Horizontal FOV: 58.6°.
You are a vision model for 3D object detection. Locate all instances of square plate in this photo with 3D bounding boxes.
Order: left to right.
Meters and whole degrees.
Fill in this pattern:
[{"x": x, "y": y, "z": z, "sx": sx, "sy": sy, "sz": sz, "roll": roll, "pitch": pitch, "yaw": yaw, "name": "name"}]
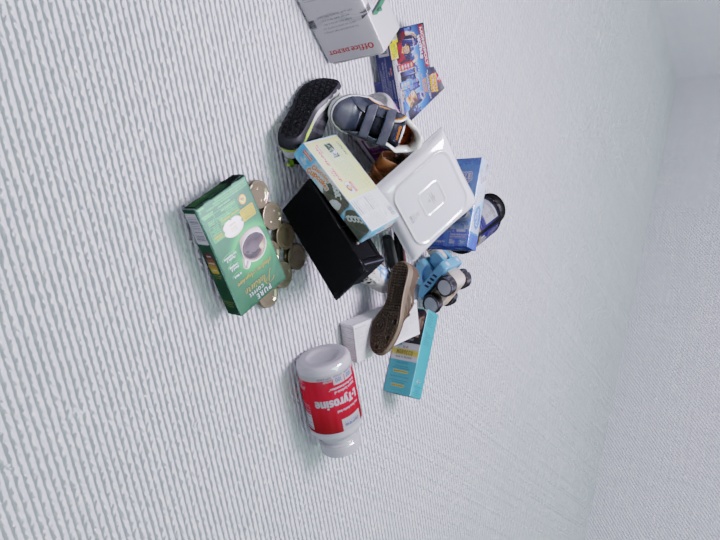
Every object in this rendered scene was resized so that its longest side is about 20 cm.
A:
[{"x": 0.140, "y": -0.148, "z": 1.305, "sx": 0.197, "sy": 0.028, "sz": 0.202, "roll": -42, "pitch": 125, "yaw": -11, "name": "square plate"}]

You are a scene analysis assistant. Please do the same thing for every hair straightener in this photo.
[{"x": 0.071, "y": 0.015, "z": 1.473, "sx": 0.076, "sy": 0.040, "sz": 0.206, "roll": -18, "pitch": 113, "yaw": -36, "name": "hair straightener"}]

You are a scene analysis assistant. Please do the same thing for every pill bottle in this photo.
[{"x": -0.056, "y": 0.259, "z": 1.268, "sx": 0.111, "sy": 0.110, "sz": 0.205, "roll": -30, "pitch": 116, "yaw": -45, "name": "pill bottle"}, {"x": 0.062, "y": -0.268, "z": 1.366, "sx": 0.200, "sy": 0.110, "sz": 0.114, "roll": 47, "pitch": 58, "yaw": -43, "name": "pill bottle"}, {"x": 0.301, "y": -0.130, "z": 1.679, "sx": 0.199, "sy": 0.110, "sz": 0.115, "roll": -33, "pitch": 118, "yaw": -45, "name": "pill bottle"}]

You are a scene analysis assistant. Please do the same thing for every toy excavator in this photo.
[{"x": 0.180, "y": -0.029, "z": 1.555, "sx": 0.099, "sy": 0.201, "sz": 0.196, "roll": -20, "pitch": 153, "yaw": -48, "name": "toy excavator"}]

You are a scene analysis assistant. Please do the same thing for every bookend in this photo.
[{"x": -0.015, "y": -0.069, "z": 1.217, "sx": 0.197, "sy": 0.092, "sz": 0.203, "roll": -13, "pitch": 67, "yaw": -54, "name": "bookend"}]

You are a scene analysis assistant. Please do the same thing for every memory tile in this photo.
[{"x": -0.179, "y": -0.047, "z": 1.161, "sx": 0.155, "sy": 0.016, "sz": 0.202, "roll": -55, "pitch": 132, "yaw": -32, "name": "memory tile"}]

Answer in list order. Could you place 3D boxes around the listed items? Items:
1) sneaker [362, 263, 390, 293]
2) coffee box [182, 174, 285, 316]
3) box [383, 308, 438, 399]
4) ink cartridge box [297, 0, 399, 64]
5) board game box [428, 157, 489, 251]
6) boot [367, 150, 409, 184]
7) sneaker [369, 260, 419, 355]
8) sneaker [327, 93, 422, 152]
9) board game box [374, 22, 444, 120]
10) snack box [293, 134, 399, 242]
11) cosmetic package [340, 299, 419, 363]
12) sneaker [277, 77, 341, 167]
[{"x": 0.000, "y": 0.000, "z": 1.343, "sx": 0.199, "sy": 0.071, "sz": 0.074, "roll": 40, "pitch": 49, "yaw": -39, "name": "sneaker"}, {"x": -0.208, "y": -0.041, "z": 1.077, "sx": 0.123, "sy": 0.043, "sz": 0.204, "roll": -44, "pitch": 125, "yaw": -39, "name": "coffee box"}, {"x": 0.118, "y": 0.191, "z": 1.505, "sx": 0.049, "sy": 0.081, "sz": 0.206, "roll": 25, "pitch": 74, "yaw": -48, "name": "box"}, {"x": -0.033, "y": -0.506, "z": 1.198, "sx": 0.085, "sy": 0.143, "sz": 0.202, "roll": -58, "pitch": 134, "yaw": -31, "name": "ink cartridge box"}, {"x": 0.187, "y": -0.151, "z": 1.465, "sx": 0.043, "sy": 0.197, "sz": 0.205, "roll": 19, "pitch": 78, "yaw": -46, "name": "board game box"}, {"x": 0.097, "y": -0.170, "z": 1.347, "sx": 0.195, "sy": 0.156, "sz": 0.075, "roll": 3, "pitch": 47, "yaw": -26, "name": "boot"}, {"x": 0.083, "y": 0.086, "z": 1.360, "sx": 0.075, "sy": 0.069, "sz": 0.205, "roll": 24, "pitch": 84, "yaw": -50, "name": "sneaker"}, {"x": 0.036, "y": -0.278, "z": 1.219, "sx": 0.196, "sy": 0.079, "sz": 0.080, "roll": 8, "pitch": 112, "yaw": -31, "name": "sneaker"}, {"x": 0.110, "y": -0.443, "z": 1.450, "sx": 0.199, "sy": 0.060, "sz": 0.205, "roll": -32, "pitch": 118, "yaw": -46, "name": "board game box"}, {"x": -0.023, "y": -0.153, "z": 1.168, "sx": 0.202, "sy": 0.037, "sz": 0.116, "roll": 53, "pitch": 34, "yaw": 5, "name": "snack box"}, {"x": 0.046, "y": 0.127, "z": 1.412, "sx": 0.197, "sy": 0.050, "sz": 0.085, "roll": -18, "pitch": 110, "yaw": -39, "name": "cosmetic package"}, {"x": -0.098, "y": -0.281, "z": 1.217, "sx": 0.202, "sy": 0.070, "sz": 0.084, "roll": -59, "pitch": 155, "yaw": -27, "name": "sneaker"}]
